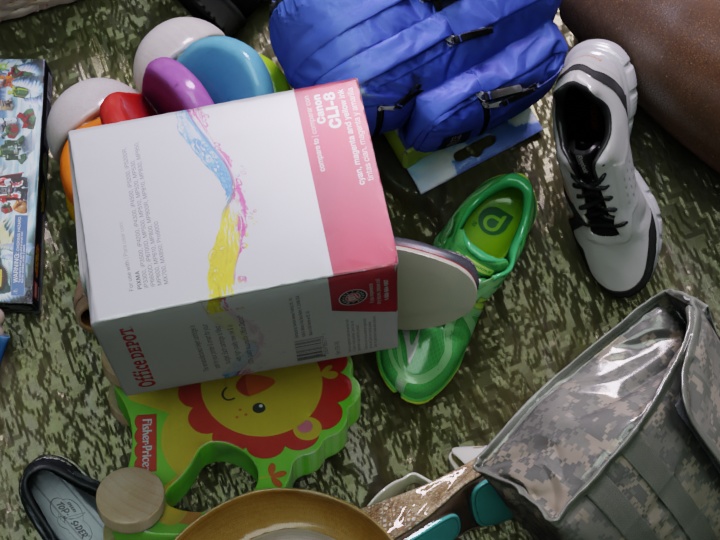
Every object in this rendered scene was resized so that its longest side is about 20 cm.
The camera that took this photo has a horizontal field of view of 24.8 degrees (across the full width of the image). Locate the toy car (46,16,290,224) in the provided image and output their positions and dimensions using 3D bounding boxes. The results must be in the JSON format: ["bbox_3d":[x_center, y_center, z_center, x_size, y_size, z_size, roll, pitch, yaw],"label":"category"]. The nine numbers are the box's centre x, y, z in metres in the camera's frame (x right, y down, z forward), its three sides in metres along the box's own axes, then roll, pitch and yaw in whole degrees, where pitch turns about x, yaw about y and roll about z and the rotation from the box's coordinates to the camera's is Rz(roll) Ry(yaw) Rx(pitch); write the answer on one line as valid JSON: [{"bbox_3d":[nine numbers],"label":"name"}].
[{"bbox_3d":[-0.139,-0.102,1.243,0.200,0.150,0.175,-36,79,-9],"label":"toy car"}]

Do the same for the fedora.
[{"bbox_3d":[-0.053,0.245,1.100,0.200,0.082,0.202,0,92,-9],"label":"fedora"}]

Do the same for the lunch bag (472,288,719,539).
[{"bbox_3d":[0.209,0.132,1.175,0.200,0.164,0.117,-47,37,-11],"label":"lunch bag"}]

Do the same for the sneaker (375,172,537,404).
[{"bbox_3d":[0.071,0.006,1.253,0.074,0.084,0.201,28,78,6],"label":"sneaker"}]

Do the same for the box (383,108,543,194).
[{"bbox_3d":[0.051,-0.177,1.317,0.122,0.048,0.201,-28,77,-7],"label":"box"}]

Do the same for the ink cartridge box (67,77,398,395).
[{"bbox_3d":[-0.084,-0.019,1.105,0.199,0.145,0.145,-11,67,-4],"label":"ink cartridge box"}]

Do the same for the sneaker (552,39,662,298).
[{"bbox_3d":[0.177,-0.068,1.240,0.073,0.080,0.201,-5,110,27],"label":"sneaker"}]

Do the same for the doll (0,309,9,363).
[{"bbox_3d":[-0.334,0.052,1.230,0.136,0.048,0.201,-26,102,9],"label":"doll"}]

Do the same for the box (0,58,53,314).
[{"bbox_3d":[-0.317,-0.067,1.289,0.136,0.040,0.201,0,76,0],"label":"box"}]

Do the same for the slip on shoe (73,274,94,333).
[{"bbox_3d":[-0.111,0.023,1.199,0.199,0.076,0.061,7,33,3],"label":"slip on shoe"}]

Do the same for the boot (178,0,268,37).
[{"bbox_3d":[-0.117,-0.304,1.303,0.158,0.079,0.211,-46,117,-7],"label":"boot"}]

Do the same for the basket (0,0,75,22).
[{"bbox_3d":[-0.314,-0.268,1.290,0.199,0.136,0.124,-18,79,-5],"label":"basket"}]

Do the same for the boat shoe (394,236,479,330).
[{"bbox_3d":[0.000,0.000,1.231,0.199,0.063,0.071,0,117,26],"label":"boat shoe"}]

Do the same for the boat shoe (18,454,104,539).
[{"bbox_3d":[-0.180,0.212,1.208,0.074,0.066,0.200,-38,80,-10],"label":"boat shoe"}]

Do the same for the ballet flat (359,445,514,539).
[{"bbox_3d":[0.068,0.166,1.222,0.199,0.071,0.065,-23,47,-19],"label":"ballet flat"}]

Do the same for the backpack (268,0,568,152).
[{"bbox_3d":[0.041,-0.173,1.209,0.199,0.163,0.168,-23,81,-7],"label":"backpack"}]

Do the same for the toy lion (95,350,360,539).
[{"bbox_3d":[-0.094,0.114,1.207,0.191,0.069,0.201,-2,49,-3],"label":"toy lion"}]

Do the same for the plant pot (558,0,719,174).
[{"bbox_3d":[0.260,-0.189,1.268,0.200,0.187,0.187,32,78,21],"label":"plant pot"}]
